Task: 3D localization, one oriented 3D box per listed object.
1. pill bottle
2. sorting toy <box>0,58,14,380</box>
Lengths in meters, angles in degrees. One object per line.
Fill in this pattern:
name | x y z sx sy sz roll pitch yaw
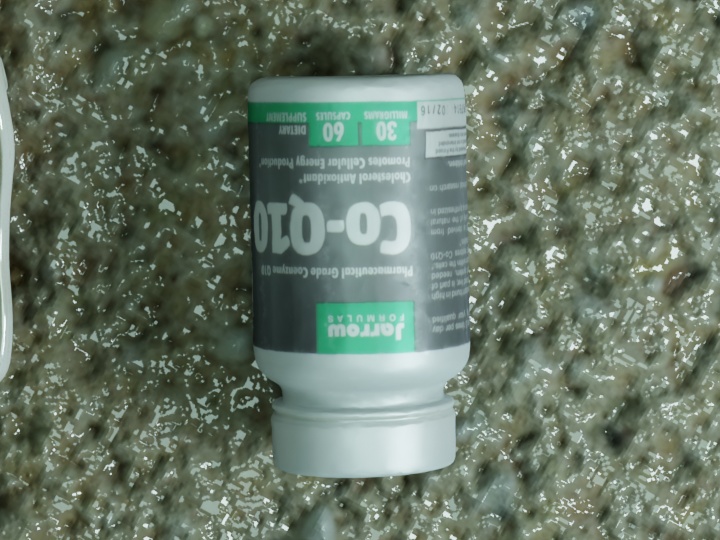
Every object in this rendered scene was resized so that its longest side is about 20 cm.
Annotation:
pill bottle | 0.000 0.000 1.403 0.113 0.113 0.200 -2 95 -3
sorting toy | -0.257 -0.014 1.381 0.200 0.107 0.180 -14 89 -2
